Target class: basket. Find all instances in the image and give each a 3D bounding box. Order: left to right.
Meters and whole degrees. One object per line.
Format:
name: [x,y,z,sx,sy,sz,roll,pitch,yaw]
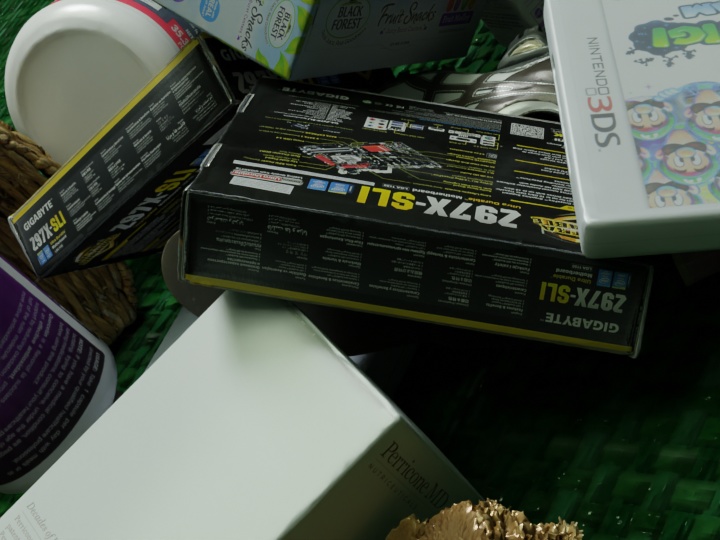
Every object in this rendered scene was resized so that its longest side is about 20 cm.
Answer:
basket: [-0.261,-0.024,1.007,0.143,0.200,0.149,-45,29,-9]

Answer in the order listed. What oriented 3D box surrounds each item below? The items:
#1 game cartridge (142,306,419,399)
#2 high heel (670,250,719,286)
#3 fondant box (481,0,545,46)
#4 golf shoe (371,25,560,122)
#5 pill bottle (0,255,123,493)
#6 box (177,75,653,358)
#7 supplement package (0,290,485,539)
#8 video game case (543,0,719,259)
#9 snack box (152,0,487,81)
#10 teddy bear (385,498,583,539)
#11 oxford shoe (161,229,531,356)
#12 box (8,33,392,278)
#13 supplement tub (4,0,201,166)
game cartridge: [-0.051,0.057,0.829,0.199,0.041,0.134,-4,45,47]
high heel: [0.178,-0.078,0.699,0.095,0.068,0.201,-23,33,17]
fondant box: [0.091,-0.252,0.875,0.144,0.200,0.058,-49,31,-11]
golf shoe: [0.057,-0.068,0.814,0.199,0.078,0.095,-24,36,32]
pill bottle: [-0.223,0.055,0.868,0.112,0.200,0.113,-30,33,23]
box: [0.031,-0.031,0.677,0.198,0.050,0.160,9,27,4]
supplement package: [-0.062,0.123,0.655,0.200,0.117,0.117,-45,51,-2]
video game case: [0.186,-0.077,0.637,0.198,0.024,0.183,-5,40,5]
snack box: [-0.032,-0.164,0.816,0.142,0.200,0.053,31,115,22]
teddy bear: [0.041,0.189,0.549,0.145,0.067,0.201,-37,37,30]
oxford shoe: [0.000,0.000,0.744,0.198,0.072,0.071,5,24,-2]
box: [-0.095,-0.073,0.894,0.200,0.050,0.159,-36,-14,36]
supplement tub: [-0.157,-0.154,1.068,0.140,0.141,0.200,-26,17,26]
